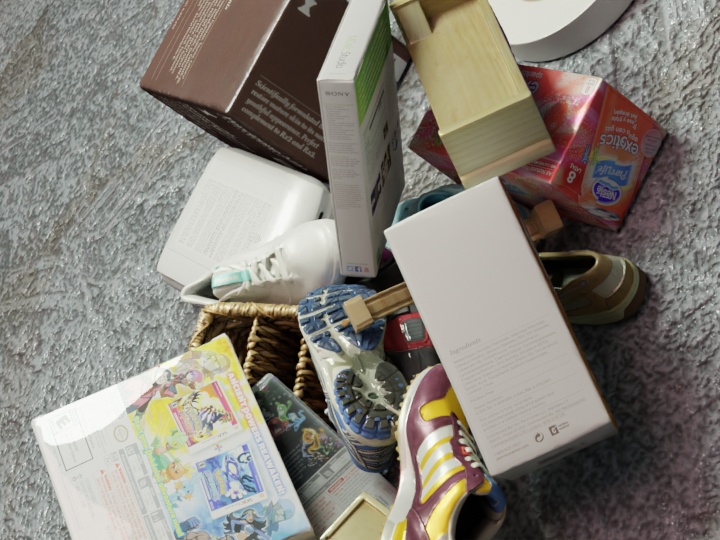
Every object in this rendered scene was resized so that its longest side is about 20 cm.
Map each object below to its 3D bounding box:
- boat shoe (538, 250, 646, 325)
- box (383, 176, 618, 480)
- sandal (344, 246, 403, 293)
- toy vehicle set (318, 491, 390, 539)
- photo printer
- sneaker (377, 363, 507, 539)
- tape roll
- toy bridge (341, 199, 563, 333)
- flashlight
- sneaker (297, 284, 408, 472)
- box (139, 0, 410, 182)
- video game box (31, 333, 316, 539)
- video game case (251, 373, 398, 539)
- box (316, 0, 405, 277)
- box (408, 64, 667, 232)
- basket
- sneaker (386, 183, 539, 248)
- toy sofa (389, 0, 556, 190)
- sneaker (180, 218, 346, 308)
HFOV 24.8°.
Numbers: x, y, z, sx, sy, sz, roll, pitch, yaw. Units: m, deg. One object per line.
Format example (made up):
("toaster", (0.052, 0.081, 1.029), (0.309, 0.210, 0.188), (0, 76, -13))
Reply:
("boat shoe", (0.137, 0.012, 1.358), (0.200, 0.076, 0.072), (-17, 54, 43))
("box", (0.109, 0.047, 1.240), (0.097, 0.124, 0.200), (-25, 78, 7))
("sandal", (0.001, -0.001, 1.503), (0.075, 0.048, 0.200), (-43, 6, -31))
("toy vehicle set", (0.033, 0.270, 1.255), (0.200, 0.027, 0.124), (34, 70, 35))
("photo printer", (-0.111, -0.032, 1.680), (0.200, 0.069, 0.167), (23, 85, 53))
("sneaker", (0.075, 0.158, 1.254), (0.090, 0.075, 0.200), (-14, 51, 34))
("tape roll", (0.191, -0.292, 1.541), (0.203, 0.037, 0.203), (-29, 45, 34))
("toy bridge", (0.073, 0.000, 1.373), (0.200, 0.067, 0.027), (-27, 83, -5))
("flashlight", (0.054, 0.110, 1.402), (0.068, 0.068, 0.200), (-39, 46, 37))
("sneaker", (-0.009, 0.091, 1.384), (0.200, 0.077, 0.085), (-105, 14, -50))
("box", (-0.091, -0.209, 1.700), (0.200, 0.166, 0.164), (22, 82, 54))
("video game box", (-0.155, 0.174, 1.351), (0.182, 0.047, 0.200), (-24, 59, -3))
("video game case", (-0.087, 0.207, 1.360), (0.200, 0.023, 0.182), (-42, 62, -15))
("box", (0.003, -0.116, 1.409), (0.036, 0.200, 0.144), (4, 38, 12))
("box", (0.149, -0.113, 1.416), (0.200, 0.095, 0.103), (22, 83, 53))
("basket", (-0.066, 0.131, 1.450), (0.143, 0.149, 0.200), (-15, 54, 43))
("sneaker", (0.069, -0.050, 1.476), (0.200, 0.082, 0.074), (-3, 62, 48))
("toy sofa", (0.096, -0.153, 1.371), (0.083, 0.098, 0.200), (-24, 43, 7))
("sneaker", (-0.091, 0.006, 1.501), (0.200, 0.088, 0.075), (-25, 72, 50))
